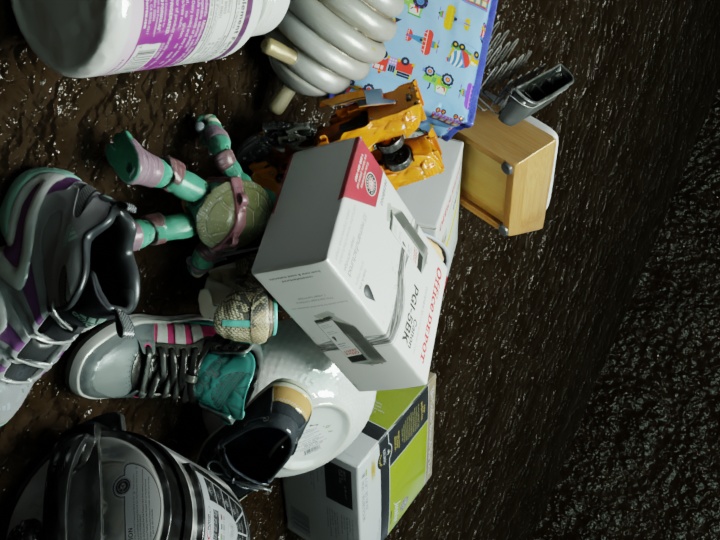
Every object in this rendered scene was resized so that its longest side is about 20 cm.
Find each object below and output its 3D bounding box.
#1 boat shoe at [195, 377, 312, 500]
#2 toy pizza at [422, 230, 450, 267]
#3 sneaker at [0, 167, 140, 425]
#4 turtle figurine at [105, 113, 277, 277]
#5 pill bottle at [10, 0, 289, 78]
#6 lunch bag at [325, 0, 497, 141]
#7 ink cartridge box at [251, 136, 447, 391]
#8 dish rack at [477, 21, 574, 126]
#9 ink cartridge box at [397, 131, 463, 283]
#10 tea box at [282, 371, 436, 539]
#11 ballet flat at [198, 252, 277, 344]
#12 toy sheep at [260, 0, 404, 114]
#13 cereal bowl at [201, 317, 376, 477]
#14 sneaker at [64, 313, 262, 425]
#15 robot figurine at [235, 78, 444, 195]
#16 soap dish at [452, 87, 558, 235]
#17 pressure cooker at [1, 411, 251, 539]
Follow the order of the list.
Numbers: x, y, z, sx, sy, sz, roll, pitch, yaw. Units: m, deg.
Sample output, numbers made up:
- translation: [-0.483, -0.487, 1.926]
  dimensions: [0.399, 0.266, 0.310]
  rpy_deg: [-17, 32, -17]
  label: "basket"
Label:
- translation: [-0.115, 0.186, 0.834]
  dimensions: [0.200, 0.074, 0.063]
  rpy_deg: [-49, -164, 33]
  label: "boat shoe"
- translation: [0.008, 0.012, 0.961]
  dimensions: [0.200, 0.198, 0.032]
  rpy_deg: [48, 28, -59]
  label: "toy pizza"
- translation: [-0.215, 0.035, 0.603]
  dimensions: [0.077, 0.138, 0.203]
  rpy_deg: [7, 101, -62]
  label: "sneaker"
- translation: [-0.135, -0.061, 0.741]
  dimensions: [0.199, 0.100, 0.152]
  rpy_deg: [-1, 102, -52]
  label: "turtle figurine"
- translation: [-0.141, -0.208, 0.613]
  dimensions: [0.199, 0.111, 0.114]
  rpy_deg: [-29, 132, -52]
  label: "pill bottle"
- translation: [0.065, -0.265, 0.906]
  dimensions: [0.094, 0.149, 0.203]
  rpy_deg: [171, -64, -77]
  label: "lunch bag"
- translation: [0.000, 0.000, 0.793]
  dimensions: [0.200, 0.082, 0.148]
  rpy_deg: [51, 41, -41]
  label: "ink cartridge box"
- translation: [0.151, -0.263, 1.021]
  dimensions: [0.153, 0.200, 0.055]
  rpy_deg: [-34, 165, -51]
  label: "dish rack"
- translation: [0.074, -0.053, 1.065]
  dimensions: [0.201, 0.082, 0.147]
  rpy_deg: [84, 22, -55]
  label: "ink cartridge box"
- translation: [0.000, 0.245, 1.134]
  dimensions: [0.196, 0.132, 0.202]
  rpy_deg: [-40, 140, -42]
  label: "tea box"
- translation: [-0.120, 0.023, 0.817]
  dimensions: [0.200, 0.074, 0.069]
  rpy_deg: [-120, -148, -76]
  label: "ballet flat"
- translation: [-0.033, -0.233, 0.783]
  dimensions: [0.200, 0.138, 0.137]
  rpy_deg: [-48, 160, 23]
  label: "toy sheep"
- translation: [-0.067, 0.152, 0.913]
  dimensions: [0.198, 0.083, 0.202]
  rpy_deg: [-16, 129, -20]
  label: "cereal bowl"
- translation: [-0.158, 0.095, 0.767]
  dimensions: [0.199, 0.120, 0.085]
  rpy_deg: [-8, 115, -59]
  label: "sneaker"
- translation: [-0.023, -0.114, 0.835]
  dimensions: [0.146, 0.197, 0.059]
  rpy_deg: [61, 19, -49]
  label: "robot figurine"
- translation: [0.155, -0.148, 1.088]
  dimensions: [0.081, 0.199, 0.158]
  rpy_deg: [-39, 149, -24]
  label: "soap dish"
- translation: [-0.204, 0.235, 0.718]
  dimensions: [0.180, 0.175, 0.200]
  rpy_deg: [-54, 148, -13]
  label: "pressure cooker"
